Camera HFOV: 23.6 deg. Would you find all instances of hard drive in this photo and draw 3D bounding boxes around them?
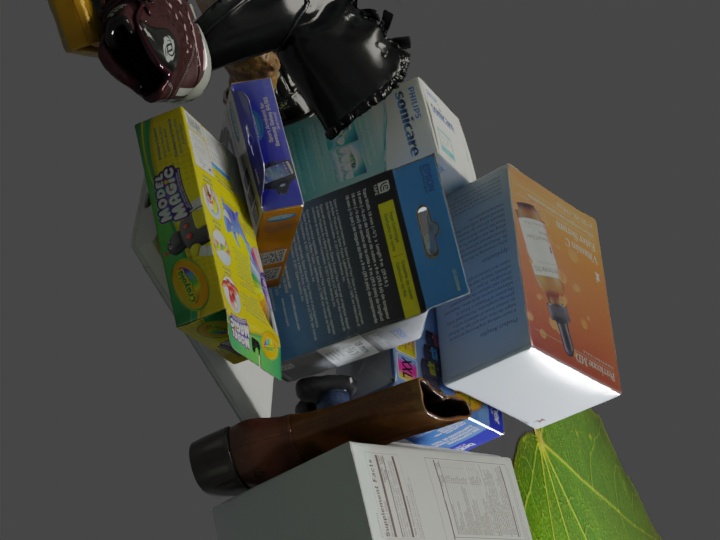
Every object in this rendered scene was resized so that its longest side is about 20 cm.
[{"bbox_3d":[-0.125,0.017,1.418,0.132,0.026,0.201,-89,156,-54],"label":"hard drive"}]

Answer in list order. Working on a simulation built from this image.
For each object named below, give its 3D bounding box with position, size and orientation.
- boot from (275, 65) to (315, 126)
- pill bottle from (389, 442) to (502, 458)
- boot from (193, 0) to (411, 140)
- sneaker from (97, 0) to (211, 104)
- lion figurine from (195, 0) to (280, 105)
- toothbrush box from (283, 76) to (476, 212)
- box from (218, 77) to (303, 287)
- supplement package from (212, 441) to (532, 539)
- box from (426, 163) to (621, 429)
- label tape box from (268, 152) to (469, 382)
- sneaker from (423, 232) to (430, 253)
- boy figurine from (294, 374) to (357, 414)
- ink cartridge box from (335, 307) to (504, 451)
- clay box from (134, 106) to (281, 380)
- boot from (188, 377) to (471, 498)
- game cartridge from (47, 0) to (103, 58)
[{"bbox_3d":[-0.074,-0.238,1.829,0.211,0.079,0.159,-71,139,-67],"label":"boot"},{"bbox_3d":[0.062,0.257,1.518,0.114,0.113,0.202,20,76,-72],"label":"pill bottle"},{"bbox_3d":[-0.063,-0.190,1.549,0.163,0.198,0.073,51,-20,-9],"label":"boot"},{"bbox_3d":[-0.176,-0.221,1.325,0.116,0.075,0.201,-44,115,-71],"label":"sneaker"},{"bbox_3d":[-0.136,-0.251,1.635,0.201,0.072,0.122,63,-2,-7],"label":"lion figurine"},{"bbox_3d":[-0.003,-0.099,1.675,0.146,0.199,0.086,34,39,-68],"label":"toothbrush box"},{"bbox_3d":[-0.087,-0.074,1.460,0.200,0.041,0.120,117,-40,-65],"label":"box"},{"bbox_3d":[0.019,0.230,1.312,0.199,0.151,0.152,12,57,-49],"label":"supplement package"},{"bbox_3d":[0.157,0.027,1.666,0.152,0.106,0.201,27,47,-42],"label":"box"},{"bbox_3d":[0.000,0.000,1.554,0.063,0.199,0.145,43,31,-62],"label":"label tape box"},{"bbox_3d":[0.062,0.025,1.796,0.075,0.200,0.100,50,-12,-20],"label":"sneaker"},{"bbox_3d":[-0.021,0.195,1.499,0.125,0.064,0.201,95,-8,-54],"label":"boy figurine"},{"bbox_3d":[0.065,0.092,1.663,0.200,0.076,0.137,29,46,-44],"label":"ink cartridge box"},{"bbox_3d":[-0.116,-0.013,1.341,0.115,0.047,0.201,43,31,-64],"label":"clay box"},{"bbox_3d":[-0.011,0.127,1.349,0.188,0.199,0.069,40,34,-63],"label":"boot"},{"bbox_3d":[-0.225,-0.270,1.404,0.176,0.032,0.201,-16,88,-76],"label":"game cartridge"}]
